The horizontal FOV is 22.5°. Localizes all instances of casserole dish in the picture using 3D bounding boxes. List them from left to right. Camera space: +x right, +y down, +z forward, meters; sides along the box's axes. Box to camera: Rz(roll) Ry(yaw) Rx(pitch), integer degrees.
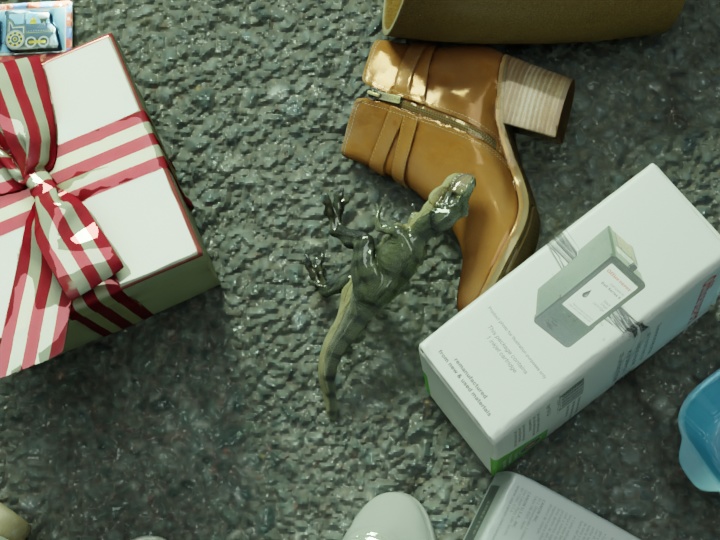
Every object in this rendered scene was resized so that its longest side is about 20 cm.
[{"bbox_3d":[0.307,0.090,1.214,0.199,0.039,0.121,-35,39,4],"label":"casserole dish"}]

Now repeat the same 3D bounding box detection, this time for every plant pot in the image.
[{"bbox_3d":[0.133,-0.238,1.279,0.198,0.186,0.188,11,77,-6],"label":"plant pot"}]

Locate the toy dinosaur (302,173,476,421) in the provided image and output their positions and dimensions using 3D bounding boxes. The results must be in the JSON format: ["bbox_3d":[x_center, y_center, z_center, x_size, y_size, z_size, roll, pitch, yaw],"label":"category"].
[{"bbox_3d":[0.000,0.000,1.261,0.088,0.047,0.201,43,112,29],"label":"toy dinosaur"}]

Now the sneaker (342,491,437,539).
[{"bbox_3d":[-0.003,0.215,1.178,0.075,0.089,0.201,4,48,22],"label":"sneaker"}]

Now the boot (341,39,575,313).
[{"bbox_3d":[0.056,-0.065,1.291,0.154,0.074,0.201,14,78,15],"label":"boot"}]

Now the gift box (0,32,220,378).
[{"bbox_3d":[-0.212,-0.030,1.227,0.199,0.187,0.185,-28,82,-4],"label":"gift box"}]

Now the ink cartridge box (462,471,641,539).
[{"bbox_3d":[0.147,0.253,1.222,0.199,0.057,0.163,29,79,-11],"label":"ink cartridge box"}]

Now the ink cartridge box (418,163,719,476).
[{"bbox_3d":[0.143,0.037,1.214,0.200,0.146,0.084,-37,75,-6],"label":"ink cartridge box"}]

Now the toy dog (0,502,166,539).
[{"bbox_3d":[-0.223,0.224,1.217,0.198,0.096,0.133,13,77,7],"label":"toy dog"}]

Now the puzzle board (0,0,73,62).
[{"bbox_3d":[-0.313,-0.126,1.352,0.198,0.017,0.152,-3,76,4],"label":"puzzle board"}]
